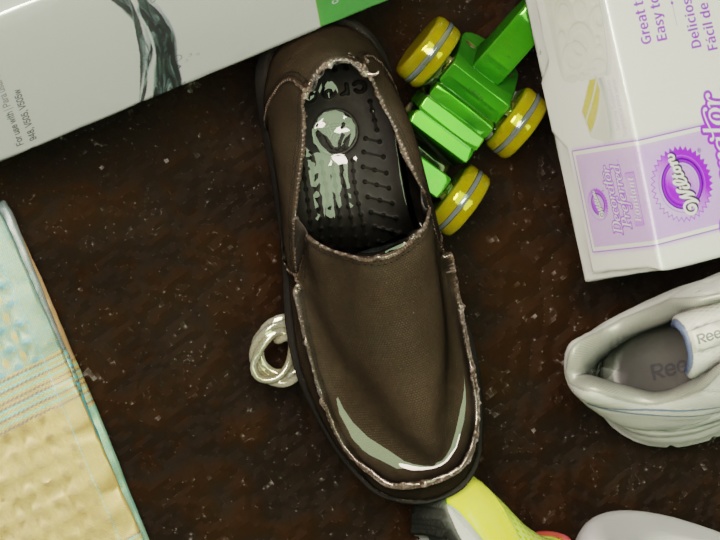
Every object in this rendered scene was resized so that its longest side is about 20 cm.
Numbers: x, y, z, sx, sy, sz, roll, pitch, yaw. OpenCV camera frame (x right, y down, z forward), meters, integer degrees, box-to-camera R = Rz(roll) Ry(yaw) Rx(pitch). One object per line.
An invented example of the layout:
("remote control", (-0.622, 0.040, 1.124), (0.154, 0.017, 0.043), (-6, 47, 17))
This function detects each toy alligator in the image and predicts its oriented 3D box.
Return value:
("toy alligator", (0.016, -0.038, 1.202), (0.059, 0.054, 0.200), (37, 93, -7))

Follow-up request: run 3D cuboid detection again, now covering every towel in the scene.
("towel", (-0.172, 0.090, 1.185), (0.147, 0.022, 0.200), (-24, 97, -8))

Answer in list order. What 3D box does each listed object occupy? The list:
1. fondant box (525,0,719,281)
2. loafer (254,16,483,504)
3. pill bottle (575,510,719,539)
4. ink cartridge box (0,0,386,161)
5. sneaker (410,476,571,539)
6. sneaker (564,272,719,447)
("fondant box", (0.170, -0.087, 1.193), (0.200, 0.058, 0.144), (-14, 94, -30))
("loafer", (0.000, 0.000, 1.141), (0.073, 0.071, 0.200), (-17, 97, -2))
("pill bottle", (0.103, 0.205, 1.116), (0.120, 0.120, 0.200), (19, 104, -10))
("ink cartridge box", (-0.097, -0.144, 1.128), (0.200, 0.083, 0.147), (-24, 55, -9))
("sneaker", (0.105, 0.144, 1.214), (0.200, 0.078, 0.090), (45, 76, -15))
("sneaker", (0.174, 0.025, 1.169), (0.200, 0.087, 0.075), (-24, 75, 23))
